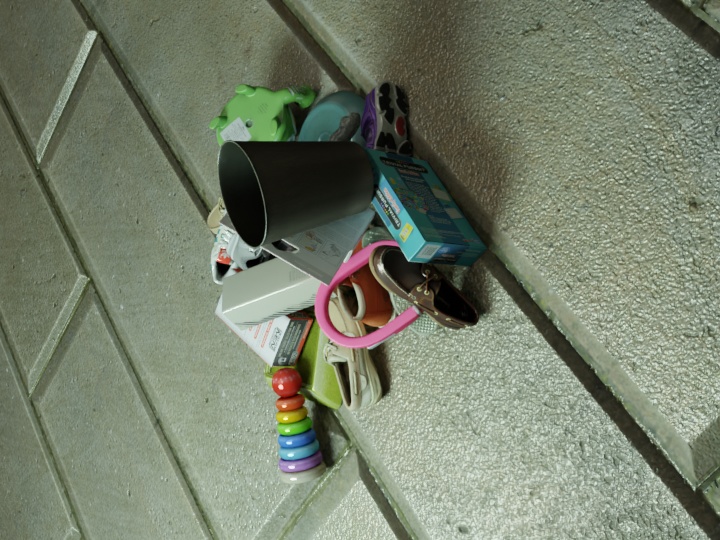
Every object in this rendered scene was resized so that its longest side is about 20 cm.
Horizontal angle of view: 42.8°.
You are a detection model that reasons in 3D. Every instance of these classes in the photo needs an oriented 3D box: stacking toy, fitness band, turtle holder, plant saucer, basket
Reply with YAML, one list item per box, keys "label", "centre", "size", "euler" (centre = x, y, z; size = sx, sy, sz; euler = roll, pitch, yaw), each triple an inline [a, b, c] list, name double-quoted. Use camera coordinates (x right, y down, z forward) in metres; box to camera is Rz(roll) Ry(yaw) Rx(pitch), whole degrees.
- label: "stacking toy"
  centre: [-0.120, 0.273, 1.642]
  size: [0.085, 0.085, 0.202]
  euler: [-5, 98, 44]
- label: "fitness band"
  centre: [0.020, 0.040, 1.476]
  size: [0.199, 0.037, 0.144]
  euler: [-34, 78, 9]
- label: "turtle holder"
  centre: [-0.182, -0.283, 1.737]
  size: [0.140, 0.132, 0.187]
  euler: [26, 94, 21]
- label: "plant saucer"
  centre: [-0.109, 0.139, 1.699]
  size: [0.199, 0.048, 0.202]
  euler: [9, 93, 45]
- label: "basket"
  centre: [-0.092, -0.130, 1.393]
  size: [0.181, 0.199, 0.136]
  euler: [58, 144, 31]
- label: "plant saucer"
  centre: [-0.055, -0.232, 1.682]
  size: [0.199, 0.036, 0.202]
  euler: [-5, 83, 44]

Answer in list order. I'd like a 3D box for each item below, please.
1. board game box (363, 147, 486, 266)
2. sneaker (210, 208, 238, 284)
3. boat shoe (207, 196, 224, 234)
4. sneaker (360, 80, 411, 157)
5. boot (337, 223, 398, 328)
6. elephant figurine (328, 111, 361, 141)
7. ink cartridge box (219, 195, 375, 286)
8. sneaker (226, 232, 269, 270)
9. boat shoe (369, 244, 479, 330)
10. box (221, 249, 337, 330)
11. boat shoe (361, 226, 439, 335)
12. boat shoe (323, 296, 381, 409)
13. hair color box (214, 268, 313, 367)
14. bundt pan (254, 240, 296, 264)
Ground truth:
- label: "board game box"
  centre: [0.091, -0.098, 1.447]
  size: [0.047, 0.150, 0.201]
  euler: [-50, 55, 30]
- label: "sneaker"
  centre: [-0.248, -0.060, 1.798]
  size: [0.094, 0.070, 0.201]
  euler: [-83, 14, -56]
- label: "boat shoe"
  centre: [-0.257, -0.136, 1.854]
  size: [0.199, 0.065, 0.073]
  euler: [-31, 66, 39]
- label: "sneaker"
  centre: [0.038, -0.221, 1.578]
  size: [0.083, 0.080, 0.202]
  euler: [-19, 64, 56]
- label: "boot"
  centre: [0.000, 0.000, 1.563]
  size: [0.075, 0.107, 0.201]
  euler: [-35, 62, 39]
- label: "elephant figurine"
  centre: [-0.043, -0.142, 1.579]
  size: [0.199, 0.155, 0.142]
  euler: [-30, 60, 8]
- label: "ink cartridge box"
  centre: [-0.101, -0.075, 1.459]
  size: [0.199, 0.177, 0.045]
  euler: [30, 145, 2]
- label: "sneaker"
  centre: [-0.180, -0.064, 1.646]
  size: [0.082, 0.074, 0.200]
  euler: [53, 148, 18]
- label: "boat shoe"
  centre: [0.102, 0.024, 1.403]
  size: [0.070, 0.199, 0.071]
  euler: [5, 65, 59]
- label: "box"
  centre: [-0.141, 0.029, 1.600]
  size: [0.199, 0.068, 0.083]
  euler: [-19, 49, 20]
- label: "boat shoe"
  centre: [0.072, 0.016, 1.513]
  size: [0.074, 0.062, 0.201]
  euler: [-35, 76, 9]
- label: "boat shoe"
  centre: [-0.027, 0.138, 1.574]
  size: [0.072, 0.065, 0.201]
  euler: [-33, 73, 55]
- label: "hair color box"
  centre: [-0.182, 0.085, 1.699]
  size: [0.200, 0.061, 0.102]
  euler: [38, 112, 41]
- label: "bundt pan"
  centre: [-0.148, -0.066, 1.721]
  size: [0.201, 0.075, 0.204]
  euler: [4, 95, 49]
